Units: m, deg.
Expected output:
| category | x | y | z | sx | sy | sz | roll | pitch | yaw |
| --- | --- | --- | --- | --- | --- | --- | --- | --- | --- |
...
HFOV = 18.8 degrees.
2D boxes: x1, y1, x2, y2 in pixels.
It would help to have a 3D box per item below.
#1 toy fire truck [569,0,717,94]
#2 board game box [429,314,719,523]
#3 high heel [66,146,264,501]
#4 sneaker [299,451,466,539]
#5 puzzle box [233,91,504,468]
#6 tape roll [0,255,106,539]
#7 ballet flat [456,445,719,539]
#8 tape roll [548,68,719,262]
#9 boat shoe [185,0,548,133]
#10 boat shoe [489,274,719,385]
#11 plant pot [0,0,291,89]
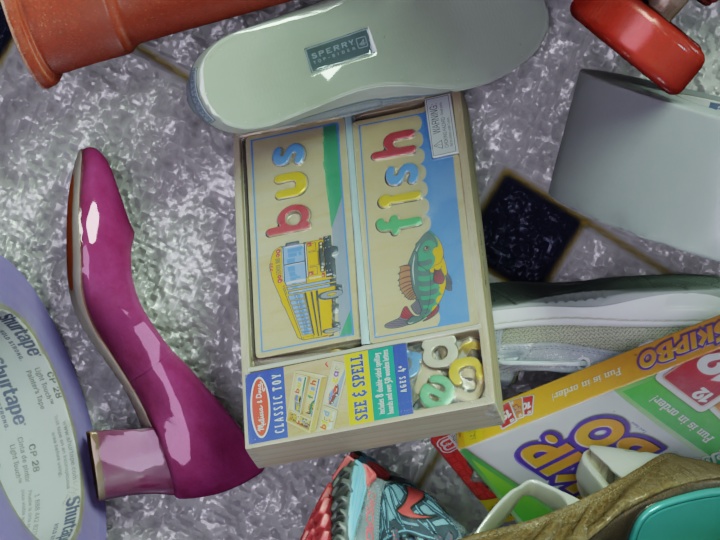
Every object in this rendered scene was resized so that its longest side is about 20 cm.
| category | x | y | z | sx | sy | sz | roll | pitch | yaw |
| --- | --- | --- | --- | --- | --- | --- | --- | --- | --- |
| toy fire truck | 0.119 | -0.179 | 1.030 | 0.168 | 0.200 | 0.112 | 40 | 100 | 1 |
| board game box | 0.144 | 0.084 | 1.153 | 0.199 | 0.030 | 0.096 | -21 | 133 | 20 |
| high heel | -0.112 | 0.028 | 1.217 | 0.096 | 0.067 | 0.201 | -7 | 96 | -12 |
| sneaker | 0.020 | 0.143 | 1.129 | 0.095 | 0.200 | 0.080 | 25 | 98 | 3 |
| puzzle box | 0.000 | 0.000 | 1.144 | 0.133 | 0.025 | 0.201 | -12 | 57 | 11 |
| tape roll | -0.213 | 0.095 | 1.160 | 0.085 | 0.200 | 0.201 | -17 | 94 | 12 |
| ballet flat | 0.116 | 0.130 | 1.113 | 0.072 | 0.199 | 0.068 | 46 | 143 | 34 |
| tape roll | 0.197 | -0.043 | 1.075 | 0.199 | 0.200 | 0.066 | 15 | 99 | 7 |
| boat shoe | 0.000 | -0.119 | 1.160 | 0.200 | 0.071 | 0.070 | -16 | 97 | -16 |
| boat shoe | 0.104 | 0.041 | 1.168 | 0.201 | 0.074 | 0.065 | -5 | 98 | 1 |
| plant pot | -0.086 | -0.209 | 1.114 | 0.194 | 0.201 | 0.202 | -10 | 95 | 3 |
